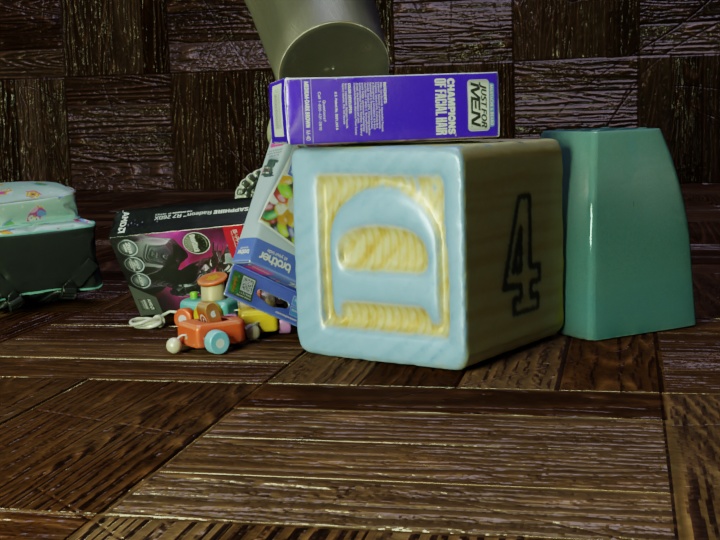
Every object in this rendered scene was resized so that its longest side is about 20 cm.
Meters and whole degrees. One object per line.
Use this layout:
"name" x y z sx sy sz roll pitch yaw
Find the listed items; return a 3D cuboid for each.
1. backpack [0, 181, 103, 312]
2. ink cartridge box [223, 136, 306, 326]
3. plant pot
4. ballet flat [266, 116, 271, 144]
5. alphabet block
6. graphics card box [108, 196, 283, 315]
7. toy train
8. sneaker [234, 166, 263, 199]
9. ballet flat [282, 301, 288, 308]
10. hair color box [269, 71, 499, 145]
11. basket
"backpack" -0.433 -0.031 1.475 0.175 0.155 0.199 -14 7 -35
"ink cartridge box" -0.056 -0.049 1.213 0.119 0.202 0.042 26 -15 -34
"plant pot" 0.247 -0.045 1.232 0.140 0.202 0.141 -6 8 -28
"ballet flat" -0.026 -0.168 1.271 0.199 0.070 0.069 -3 5 44
"alphabet block" 0.069 -0.025 1.147 0.194 0.199 0.199 5 10 34
"graphics card box" -0.165 -0.016 1.326 0.198 0.126 0.051 -4 44 9
"toy train" -0.157 0.039 1.237 0.149 0.056 0.199 -6 9 -32
"sneaker" -0.080 -0.125 1.525 0.199 0.079 0.089 -27 7 -18
"ballet flat" 0.000 0.000 1.328 0.199 0.047 0.067 -24 17 -22
"hair color box" 0.020 -0.150 1.115 0.198 0.066 0.109 -5 7 -11
"basket" -0.044 -0.259 1.219 0.134 0.182 0.201 -5 43 -11
